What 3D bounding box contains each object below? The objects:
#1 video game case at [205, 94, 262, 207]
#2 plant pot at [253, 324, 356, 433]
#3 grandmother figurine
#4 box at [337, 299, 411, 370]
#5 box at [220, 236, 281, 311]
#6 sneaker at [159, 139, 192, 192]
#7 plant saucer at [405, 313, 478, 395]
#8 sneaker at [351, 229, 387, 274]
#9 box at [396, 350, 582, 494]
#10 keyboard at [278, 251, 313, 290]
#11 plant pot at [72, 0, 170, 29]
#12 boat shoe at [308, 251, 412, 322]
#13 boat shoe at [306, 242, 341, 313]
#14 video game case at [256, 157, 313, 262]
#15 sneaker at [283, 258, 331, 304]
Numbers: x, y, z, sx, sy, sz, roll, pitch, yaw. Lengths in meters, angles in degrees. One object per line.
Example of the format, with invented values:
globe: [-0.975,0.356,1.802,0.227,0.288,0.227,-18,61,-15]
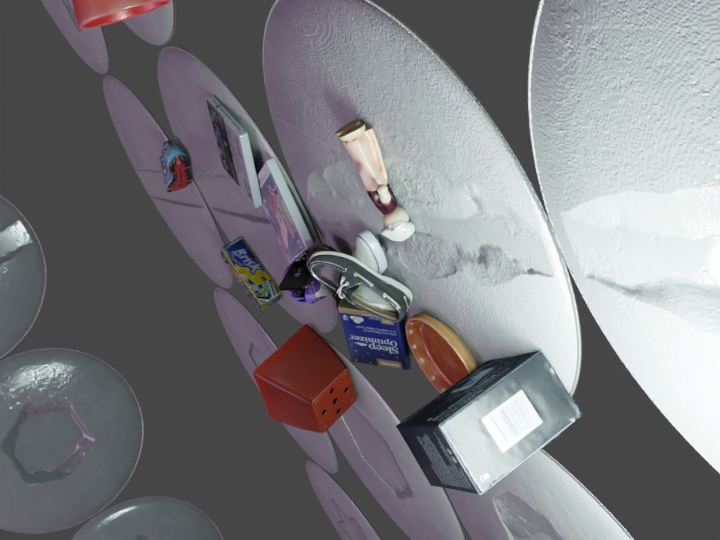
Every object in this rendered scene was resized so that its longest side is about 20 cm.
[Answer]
video game case: [-0.279,-0.263,1.862,0.182,0.023,0.200,48,156,39]
plant pot: [-0.125,0.298,2.164,0.176,0.200,0.200,28,147,35]
grandmother figurine: [0.028,-0.132,1.310,0.121,0.060,0.200,-97,-19,-67]
box: [0.032,0.137,1.657,0.121,0.032,0.200,7,139,18]
box: [-0.301,0.010,2.304,0.200,0.070,0.064,53,159,12]
sneaker: [-0.530,-0.301,2.399,0.096,0.079,0.200,61,154,18]
plant saucer: [0.153,0.161,1.490,0.200,0.032,0.200,49,160,25]
sneaker: [0.000,0.000,1.552,0.073,0.071,0.200,49,159,23]
box: [0.185,0.226,1.260,0.118,0.196,0.200,58,161,1]
keyboard: [-0.115,0.006,1.821,0.040,0.104,0.200,34,168,-18]
plant pot: [-0.507,-0.603,1.702,0.200,0.200,0.178,13,124,64]
boat shoe: [-0.006,0.031,1.497,0.200,0.060,0.074,27,134,0]
boat shoe: [-0.032,0.023,1.688,0.200,0.076,0.074,55,-165,-20]
video game case: [-0.170,-0.125,1.811,0.200,0.023,0.182,65,161,2]
sneaker: [-0.138,0.030,1.918,0.200,0.083,0.081,17,136,63]
